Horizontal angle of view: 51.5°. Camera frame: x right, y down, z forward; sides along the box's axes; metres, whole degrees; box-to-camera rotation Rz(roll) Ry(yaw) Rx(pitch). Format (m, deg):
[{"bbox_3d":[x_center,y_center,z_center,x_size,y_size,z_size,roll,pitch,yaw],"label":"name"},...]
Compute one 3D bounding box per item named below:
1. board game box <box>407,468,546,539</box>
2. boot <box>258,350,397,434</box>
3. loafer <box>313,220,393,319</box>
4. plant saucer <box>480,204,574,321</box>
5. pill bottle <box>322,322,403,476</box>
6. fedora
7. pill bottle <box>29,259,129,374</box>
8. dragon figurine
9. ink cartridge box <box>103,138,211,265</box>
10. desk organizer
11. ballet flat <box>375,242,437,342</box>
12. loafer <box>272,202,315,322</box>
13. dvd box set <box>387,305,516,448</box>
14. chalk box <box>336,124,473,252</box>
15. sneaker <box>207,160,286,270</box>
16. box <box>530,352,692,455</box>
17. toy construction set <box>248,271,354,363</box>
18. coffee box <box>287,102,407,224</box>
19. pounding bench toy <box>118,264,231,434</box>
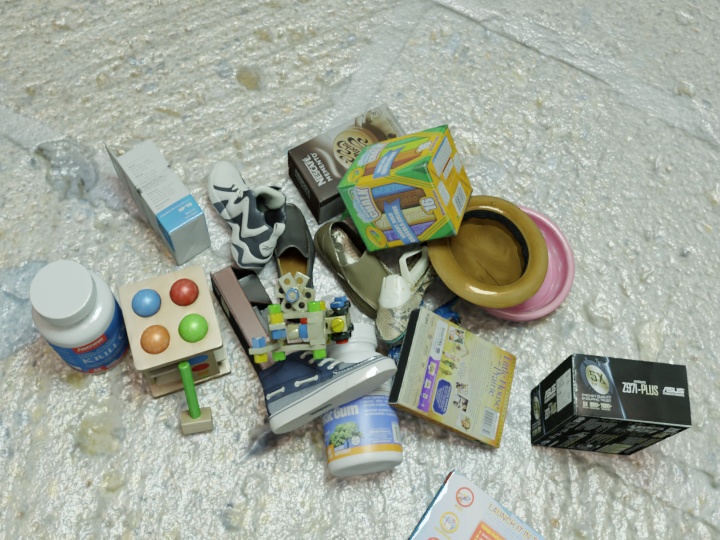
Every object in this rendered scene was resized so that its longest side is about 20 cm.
[{"bbox_3d":[0.153,0.420,1.034,0.198,0.056,0.197,36,68,10],"label":"board game box"},{"bbox_3d":[-0.051,0.140,1.021,0.197,0.073,0.092,-27,67,11],"label":"boot"},{"bbox_3d":[0.000,0.000,1.190,0.200,0.068,0.076,44,70,6],"label":"loafer"},{"bbox_3d":[0.251,-0.009,1.231,0.195,0.051,0.205,2,67,-4],"label":"plant saucer"},{"bbox_3d":[-0.005,0.187,1.090,0.109,0.113,0.204,-6,67,-7],"label":"pill bottle"},{"bbox_3d":[0.192,-0.019,1.158,0.195,0.082,0.205,0,59,0],"label":"fedora"},{"bbox_3d":[-0.398,0.066,1.059,0.109,0.201,0.115,2,66,-4],"label":"pill bottle"},{"bbox_3d":[0.104,0.087,1.172,0.097,0.059,0.203,20,68,4],"label":"dragon figurine"},{"bbox_3d":[-0.323,-0.123,1.194,0.066,0.116,0.201,-33,73,-17],"label":"ink cartridge box"},{"bbox_3d":[-0.152,0.083,1.146,0.076,0.072,0.202,-26,71,-18],"label":"desk organizer"},{"bbox_3d":[0.070,0.018,1.143,0.067,0.076,0.201,5,40,33],"label":"ballet flat"},{"bbox_3d":[-0.105,-0.024,1.194,0.071,0.073,0.204,-8,67,-8],"label":"loafer"},{"bbox_3d":[0.141,0.160,1.104,0.197,0.029,0.149,26,68,-26],"label":"dvd box set"},{"bbox_3d":[0.052,-0.120,1.140,0.196,0.125,0.126,-9,34,31],"label":"chalk box"},{"bbox_3d":[-0.171,-0.117,1.184,0.078,0.129,0.202,8,52,-41],"label":"sneaker"},{"bbox_3d":[0.348,0.196,1.069,0.160,0.201,0.088,6,65,-2],"label":"box"},{"bbox_3d":[-0.077,0.069,1.034,0.128,0.201,0.094,-8,108,3],"label":"toy construction set"},{"bbox_3d":[-0.014,-0.182,1.266,0.197,0.080,0.114,-29,73,-16],"label":"coffee box"},{"bbox_3d":[-0.255,0.121,1.072,0.122,0.157,0.204,-16,69,-12],"label":"pounding bench toy"}]
